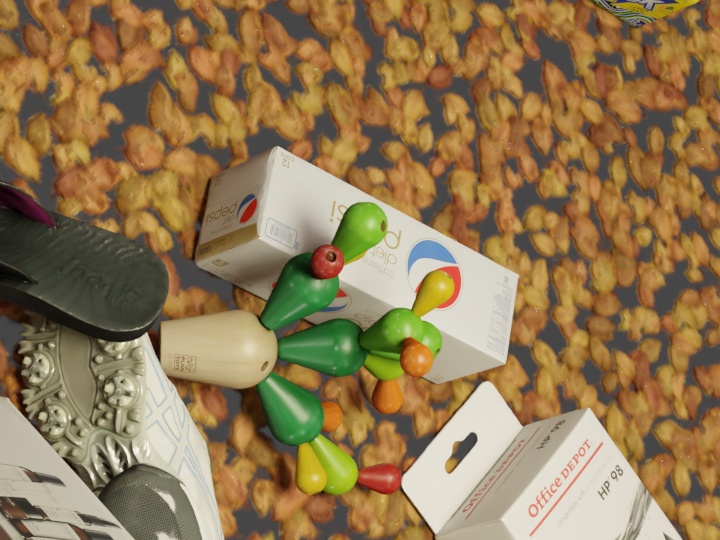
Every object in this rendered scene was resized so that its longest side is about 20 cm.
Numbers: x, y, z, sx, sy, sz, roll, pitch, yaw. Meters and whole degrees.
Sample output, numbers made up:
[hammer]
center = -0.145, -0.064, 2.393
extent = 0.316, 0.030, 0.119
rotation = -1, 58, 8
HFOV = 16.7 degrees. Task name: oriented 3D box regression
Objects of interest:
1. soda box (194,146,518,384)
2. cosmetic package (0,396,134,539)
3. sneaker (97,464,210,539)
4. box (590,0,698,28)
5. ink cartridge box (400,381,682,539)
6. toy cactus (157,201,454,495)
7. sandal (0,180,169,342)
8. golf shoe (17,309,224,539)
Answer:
[soda box]
center = 0.000, 0.000, 1.487
extent = 0.200, 0.068, 0.064
rotation = 28, 60, -31
[cosmetic package]
center = -0.178, 0.119, 1.219
extent = 0.082, 0.200, 0.051
rotation = 16, 104, -38
[sneaker]
center = -0.125, 0.201, 1.261
extent = 0.085, 0.074, 0.200
rotation = 11, 89, -82
[box]
center = 0.208, -0.280, 1.757
extent = 0.070, 0.064, 0.200
rotation = 26, 62, -32
[ink cartridge box]
center = 0.127, 0.171, 1.541
extent = 0.200, 0.067, 0.116
rotation = 54, 50, -14
[toy cactus]
center = -0.034, 0.054, 1.411
extent = 0.165, 0.200, 0.102
rotation = 1, 43, -8
[sandal]
center = -0.196, -0.022, 1.299
extent = 0.200, 0.048, 0.075
rotation = 16, 59, -8
[golf shoe]
center = -0.128, 0.088, 1.366
extent = 0.097, 0.078, 0.200
rotation = 4, 69, -68
